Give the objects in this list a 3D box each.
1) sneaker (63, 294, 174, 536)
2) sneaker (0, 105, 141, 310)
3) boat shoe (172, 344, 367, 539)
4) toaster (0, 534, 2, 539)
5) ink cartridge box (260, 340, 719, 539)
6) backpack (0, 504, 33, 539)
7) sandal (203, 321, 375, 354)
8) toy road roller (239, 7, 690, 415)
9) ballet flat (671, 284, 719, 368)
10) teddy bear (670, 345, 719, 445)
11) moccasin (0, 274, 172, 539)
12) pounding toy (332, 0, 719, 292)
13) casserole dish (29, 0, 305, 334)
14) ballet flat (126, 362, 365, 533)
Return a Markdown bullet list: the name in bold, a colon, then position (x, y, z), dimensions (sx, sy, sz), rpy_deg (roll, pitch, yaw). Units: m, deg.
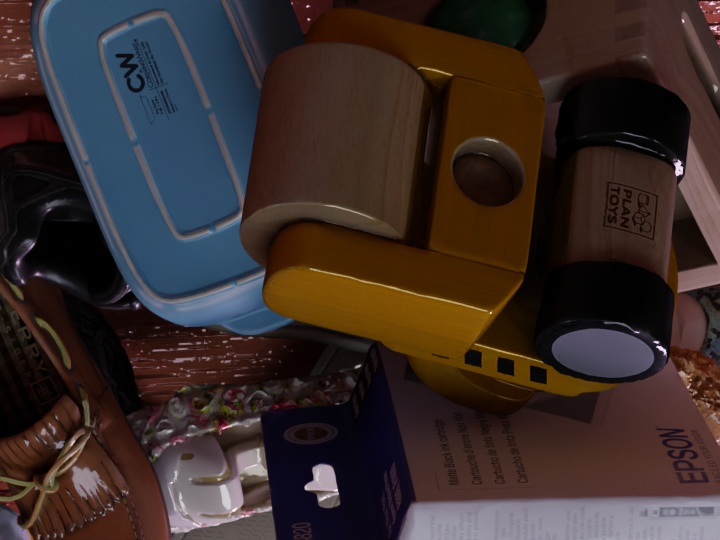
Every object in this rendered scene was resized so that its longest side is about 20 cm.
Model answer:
- **sneaker**: position (-0.149, 0.091, 1.387), dimensions (0.090, 0.076, 0.200), rpy_deg (-16, 136, 11)
- **sneaker**: position (-0.091, -0.025, 1.258), dimensions (0.199, 0.098, 0.071), rpy_deg (1, 134, -18)
- **boat shoe**: position (-0.032, 0.118, 1.404), dimensions (0.200, 0.072, 0.068), rpy_deg (-51, 165, -2)
- **toaster**: position (-0.271, 0.121, 1.312), dimensions (0.199, 0.130, 0.114), rpy_deg (-21, 150, 18)
- **ink cartridge box**: position (0.057, 0.080, 1.202), dimensions (0.199, 0.200, 0.041), rpy_deg (-2, 108, -5)
- **backpack**: position (-0.253, 0.216, 1.434), dimensions (0.199, 0.154, 0.176), rpy_deg (-16, 132, -4)
- **sandal**: position (-0.001, 0.000, 1.329), dimensions (0.200, 0.080, 0.058), rpy_deg (4, 121, -19)
- **toy road roller**: position (0.040, -0.010, 1.132), dimensions (0.199, 0.124, 0.146), rpy_deg (15, 151, -12)
- **ballet flat**: position (0.128, 0.055, 1.418), dimensions (0.199, 0.074, 0.074), rpy_deg (-30, 135, 15)
- **teddy bear**: position (0.103, 0.092, 1.380), dimensions (0.145, 0.067, 0.200), rpy_deg (29, 124, -17)
- **moccasin**: position (-0.148, 0.075, 1.263), dimensions (0.073, 0.203, 0.078), rpy_deg (-19, 179, 22)
- **pounding toy**: position (0.090, -0.098, 1.223), dimensions (0.183, 0.143, 0.200), rpy_deg (-13, 137, 21)
- **casserole dish**: position (-0.077, -0.065, 1.168), dimensions (0.121, 0.201, 0.039), rpy_deg (-20, -177, 18)
- **ballet flat**: position (-0.049, 0.091, 1.312), dimensions (0.199, 0.064, 0.076), rpy_deg (-15, 116, -5)
